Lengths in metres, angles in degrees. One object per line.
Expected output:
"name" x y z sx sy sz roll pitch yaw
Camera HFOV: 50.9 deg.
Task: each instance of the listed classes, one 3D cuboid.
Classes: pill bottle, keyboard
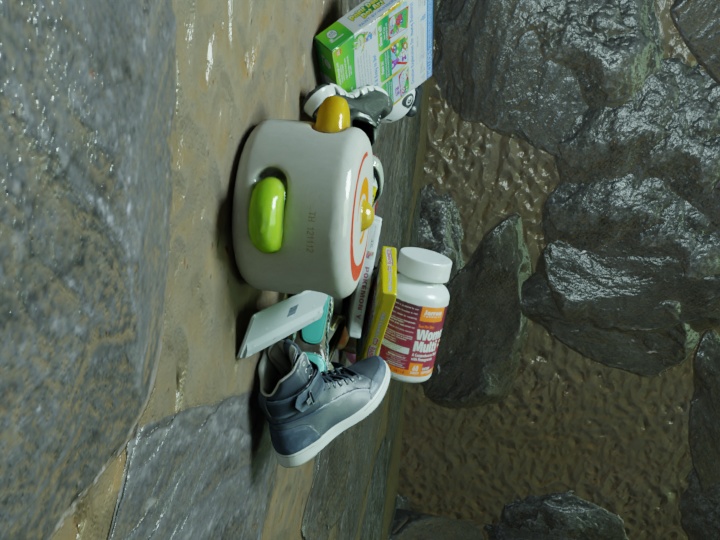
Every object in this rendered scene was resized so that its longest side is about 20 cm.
"pill bottle" 0.088 0.073 1.263 0.110 0.107 0.206 -52 155 -73
"keyboard" -0.086 0.055 0.917 0.199 0.010 0.058 -25 135 -64

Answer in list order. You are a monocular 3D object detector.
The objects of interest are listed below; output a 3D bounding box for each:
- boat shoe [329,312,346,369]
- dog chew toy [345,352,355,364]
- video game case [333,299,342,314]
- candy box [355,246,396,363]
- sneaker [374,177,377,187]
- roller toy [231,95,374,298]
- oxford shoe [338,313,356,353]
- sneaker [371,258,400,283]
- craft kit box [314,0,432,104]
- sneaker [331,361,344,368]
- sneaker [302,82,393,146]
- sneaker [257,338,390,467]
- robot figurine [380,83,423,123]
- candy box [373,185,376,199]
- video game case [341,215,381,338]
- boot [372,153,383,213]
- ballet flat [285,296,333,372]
"boat shoe" -0.067 0.141 1.136 0.073 0.058 0.205 87 13 -46
"dog chew toy" 0.018 0.104 1.513 0.125 0.121 0.205 -60 163 -69
"video game case" -0.031 0.003 1.294 0.201 0.022 0.187 103 -3 -65
"candy box" 0.023 0.072 1.190 0.104 0.026 0.203 -92 -167 -48
"sneaker" -0.018 -0.160 1.213 0.200 0.078 0.089 -75 159 -72
"roller toy" -0.052 -0.068 0.830 0.185 0.136 0.204 86 13 -53
"oxford shoe" -0.002 0.056 1.405 0.071 0.071 0.205 -18 -126 62
"sneaker" 0.054 0.033 1.356 0.200 0.069 0.101 10 71 -76
"craft kit box" 0.027 -0.318 1.134 0.197 0.048 0.201 -43 156 -17
"sneaker" -0.059 0.216 1.208 0.200 0.071 0.084 -51 149 -73
"sneaker" -0.001 -0.210 1.066 0.066 0.092 0.199 -40 169 29
"sneaker" -0.046 0.133 0.970 0.201 0.076 0.149 -37 122 -33
"robot figurine" 0.047 -0.355 1.321 0.126 0.146 0.204 107 -4 -57
"candy box" -0.027 -0.043 1.053 0.201 0.026 0.104 -54 166 -59
"video game case" 0.000 0.000 1.235 0.200 0.022 0.188 -122 -138 -82
"boot" 0.012 -0.182 1.417 0.202 0.070 0.147 98 3 -57
"ballet flat" -0.078 0.113 1.056 0.074 0.072 0.205 69 32 -71
